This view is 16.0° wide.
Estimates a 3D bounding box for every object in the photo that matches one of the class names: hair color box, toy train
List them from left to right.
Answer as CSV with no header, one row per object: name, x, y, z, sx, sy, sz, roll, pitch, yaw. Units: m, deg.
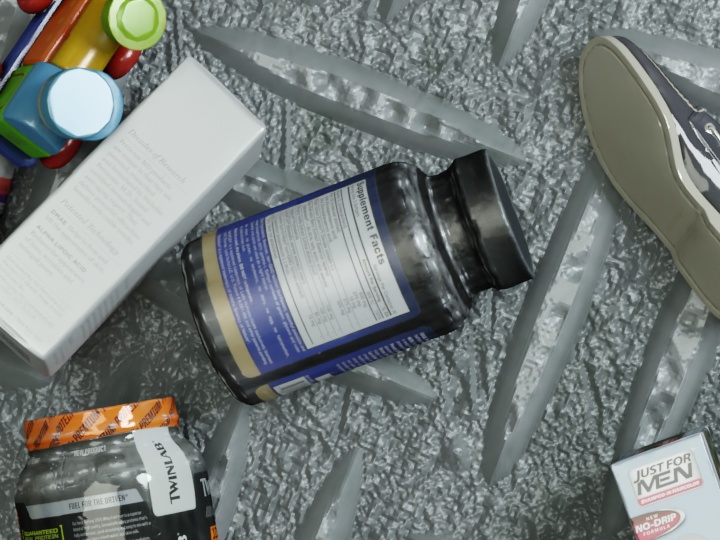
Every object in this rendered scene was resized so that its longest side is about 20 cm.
toy train,-0.154,-0.157,1.569,0.085,0.116,0.200,39,72,-24
hair color box,0.214,0.198,1.539,0.060,0.099,0.201,-20,86,9

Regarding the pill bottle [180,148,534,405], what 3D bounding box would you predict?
pill bottle,0.000,0.000,1.570,0.199,0.112,0.112,-21,86,8

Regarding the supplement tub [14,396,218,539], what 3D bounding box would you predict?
supplement tub,-0.146,0.184,1.585,0.122,0.123,0.201,-10,88,9

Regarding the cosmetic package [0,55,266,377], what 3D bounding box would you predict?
cosmetic package,-0.151,-0.032,1.576,0.074,0.102,0.200,42,80,1

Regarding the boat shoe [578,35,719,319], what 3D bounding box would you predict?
boat shoe,0.204,-0.061,1.576,0.063,0.073,0.200,-23,77,-35

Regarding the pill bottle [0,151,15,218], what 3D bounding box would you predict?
pill bottle,-0.296,0.002,1.616,0.112,0.112,0.201,16,91,9
